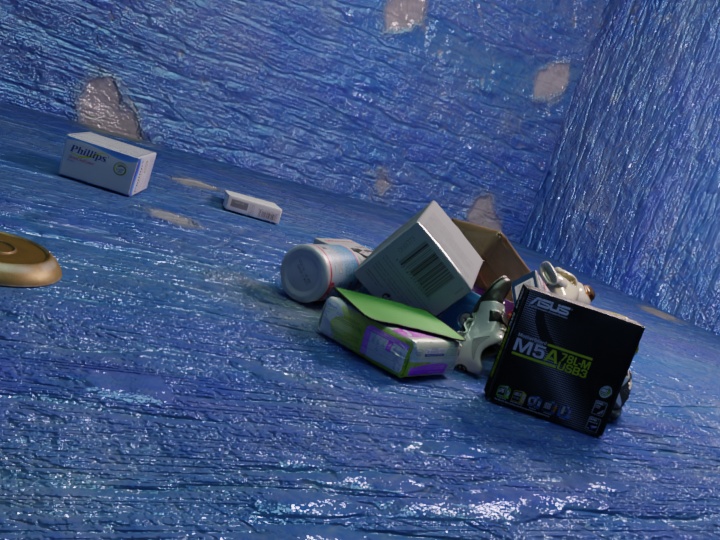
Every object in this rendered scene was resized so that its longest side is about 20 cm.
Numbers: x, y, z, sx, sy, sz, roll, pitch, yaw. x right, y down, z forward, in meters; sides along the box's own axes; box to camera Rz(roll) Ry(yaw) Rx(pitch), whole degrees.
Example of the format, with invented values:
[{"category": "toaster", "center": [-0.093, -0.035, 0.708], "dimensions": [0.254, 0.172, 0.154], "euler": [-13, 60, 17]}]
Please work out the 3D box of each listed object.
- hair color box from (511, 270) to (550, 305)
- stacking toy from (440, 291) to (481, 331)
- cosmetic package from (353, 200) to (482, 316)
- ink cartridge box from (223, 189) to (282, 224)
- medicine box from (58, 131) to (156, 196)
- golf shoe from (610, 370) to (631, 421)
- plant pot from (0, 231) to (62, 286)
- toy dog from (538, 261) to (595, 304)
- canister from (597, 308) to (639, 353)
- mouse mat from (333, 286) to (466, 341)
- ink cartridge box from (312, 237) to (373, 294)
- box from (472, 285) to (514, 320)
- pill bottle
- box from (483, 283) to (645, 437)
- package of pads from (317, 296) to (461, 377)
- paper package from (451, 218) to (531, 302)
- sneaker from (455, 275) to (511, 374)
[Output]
[{"category": "hair color box", "center": [0.374, 0.108, 1.463], "dimensions": [0.200, 0.060, 0.100], "euler": [52, 23, -21]}, {"category": "stacking toy", "center": [0.253, 0.122, 1.487], "dimensions": [0.116, 0.110, 0.200], "euler": [30, 1, 39]}, {"category": "cosmetic package", "center": [0.118, -0.008, 1.448], "dimensions": [0.165, 0.165, 0.200], "euler": [51, 22, -3]}, {"category": "ink cartridge box", "center": [-0.325, -0.191, 2.184], "dimensions": [0.159, 0.048, 0.200], "euler": [15, 6, -17]}, {"category": "medicine box", "center": [-0.638, -0.273, 1.886], "dimensions": [0.181, 0.104, 0.200], "euler": [17, 11, -7]}, {"category": "golf shoe", "center": [0.467, 0.207, 1.367], "dimensions": [0.077, 0.095, 0.200], "euler": [27, 12, 10]}, {"category": "plant pot", "center": [-0.524, -0.026, 1.050], "dimensions": [0.199, 0.028, 0.200], "euler": [18, 12, -4]}, {"category": "toy dog", "center": [0.602, 0.072, 2.179], "dimensions": [0.199, 0.140, 0.194], "euler": [8, 28, -43]}, {"category": "canister", "center": [0.374, 0.139, 1.329], "dimensions": [0.199, 0.087, 0.148], "euler": [-18, 15, -20]}, {"category": "mouse mat", "center": [0.064, 0.072, 1.244], "dimensions": [0.199, 0.008, 0.161], "euler": [16, 10, -26]}, {"category": "ink cartridge box", "center": [0.000, 0.000, 1.647], "dimensions": [0.199, 0.084, 0.145], "euler": [25, 14, 31]}, {"category": "box", "center": [0.302, 0.102, 1.589], "dimensions": [0.137, 0.039, 0.200], "euler": [46, -9, -31]}, {"category": "pill bottle", "center": [-0.064, 0.003, 1.459], "dimensions": [0.108, 0.110, 0.200], "euler": [23, 12, 25]}, {"category": "box", "center": [0.322, 0.143, 1.185], "dimensions": [0.199, 0.194, 0.048], "euler": [19, 12, -1]}, {"category": "package of pads", "center": [0.045, 0.109, 1.230], "dimensions": [0.199, 0.069, 0.154], "euler": [26, 11, 36]}, {"category": "paper package", "center": [0.272, -0.008, 1.657], "dimensions": [0.191, 0.104, 0.200], "euler": [48, -11, -28]}, {"category": "sneaker", "center": [0.235, 0.102, 1.333], "dimensions": [0.088, 0.200, 0.074], "euler": [28, -21, 21]}]
